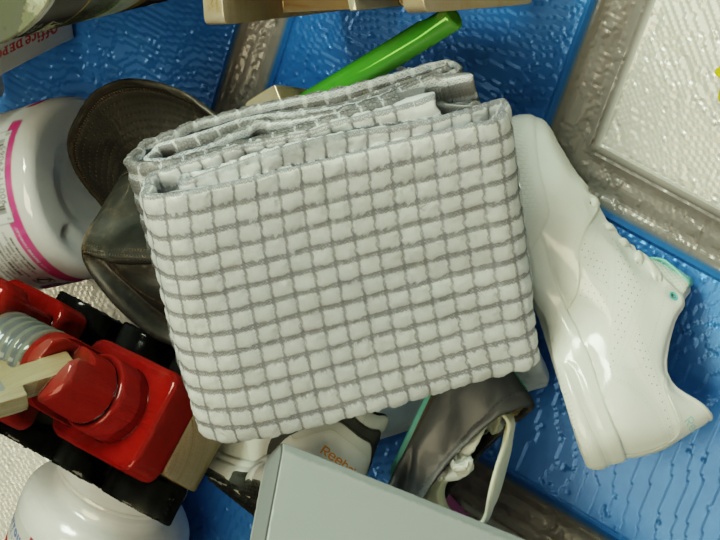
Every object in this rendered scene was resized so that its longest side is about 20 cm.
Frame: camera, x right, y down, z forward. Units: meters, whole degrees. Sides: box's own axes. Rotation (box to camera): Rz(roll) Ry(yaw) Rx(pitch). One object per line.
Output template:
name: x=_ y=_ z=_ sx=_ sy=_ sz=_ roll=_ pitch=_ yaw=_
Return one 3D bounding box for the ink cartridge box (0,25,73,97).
ink cartridge box: x=-0.237 y=-0.183 z=1.447 sx=0.067 sy=0.117 sz=0.201 roll=7 pitch=115 yaw=27

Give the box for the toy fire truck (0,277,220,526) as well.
toy fire truck: x=-0.197 y=0.064 z=1.359 sx=0.176 sy=0.200 sz=0.129 roll=23 pitch=82 yaw=42

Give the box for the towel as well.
towel: x=-0.012 y=-0.013 z=1.268 sx=0.199 sy=0.086 sz=0.166 roll=-15 pitch=119 yaw=-7

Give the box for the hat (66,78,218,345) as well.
hat: x=-0.102 y=-0.008 z=1.359 sx=0.200 sy=0.081 sz=0.201 roll=26 pitch=145 yaw=20

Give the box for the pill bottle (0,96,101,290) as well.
pill bottle: x=-0.245 y=-0.036 z=1.503 sx=0.199 sy=0.113 sz=0.114 roll=-11 pitch=98 yaw=34

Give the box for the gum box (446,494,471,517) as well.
gum box: x=0.022 y=0.233 z=1.441 sx=0.114 sy=0.066 sz=0.200 roll=45 pitch=122 yaw=14

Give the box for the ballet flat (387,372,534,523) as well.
ballet flat: x=0.034 y=0.136 z=1.342 sx=0.073 sy=0.073 sz=0.201 roll=34 pitch=99 yaw=19

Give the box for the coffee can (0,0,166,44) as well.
coffee can: x=-0.164 y=-0.214 z=1.350 sx=0.146 sy=0.200 sz=0.147 roll=9 pitch=108 yaw=30

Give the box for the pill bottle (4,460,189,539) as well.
pill bottle: x=-0.175 y=0.192 z=1.526 sx=0.112 sy=0.112 sz=0.201 roll=32 pitch=118 yaw=20

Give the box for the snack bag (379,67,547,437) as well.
snack bag: x=0.000 y=0.000 z=1.408 sx=0.188 sy=0.021 sz=0.201 roll=-21 pitch=92 yaw=34

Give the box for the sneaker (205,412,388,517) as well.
sneaker: x=-0.040 y=0.105 z=1.392 sx=0.074 sy=0.080 sz=0.200 roll=38 pitch=166 yaw=-21

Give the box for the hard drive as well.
hard drive: x=0.032 y=0.185 z=1.266 sx=0.199 sy=0.132 sz=0.026 roll=24 pitch=142 yaw=-18

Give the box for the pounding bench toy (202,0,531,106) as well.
pounding bench toy: x=0.012 y=-0.165 z=1.289 sx=0.155 sy=0.124 sz=0.201 roll=2 pitch=99 yaw=31

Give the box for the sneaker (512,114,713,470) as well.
sneaker: x=0.136 y=0.004 z=1.313 sx=0.088 sy=0.075 sz=0.201 roll=-17 pitch=81 yaw=3

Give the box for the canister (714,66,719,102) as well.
canister: x=0.265 y=-0.165 z=1.167 sx=0.148 sy=0.086 sz=0.201 roll=19 pitch=111 yaw=26
